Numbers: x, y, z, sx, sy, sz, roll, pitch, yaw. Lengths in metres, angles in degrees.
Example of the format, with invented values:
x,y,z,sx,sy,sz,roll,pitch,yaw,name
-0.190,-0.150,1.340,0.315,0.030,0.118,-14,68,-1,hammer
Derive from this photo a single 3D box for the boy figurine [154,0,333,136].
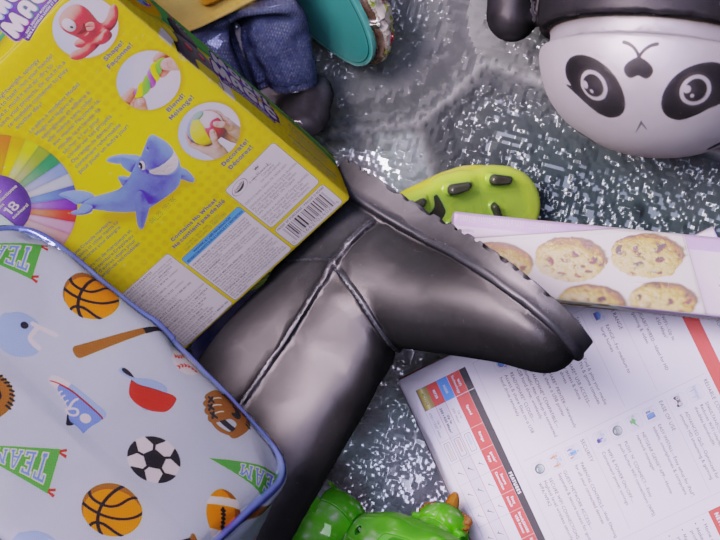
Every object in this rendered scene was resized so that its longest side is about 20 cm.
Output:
x,y,z,sx,sy,sz,roll,pitch,yaw,name
-0.074,-0.155,1.152,0.123,0.065,0.201,-17,123,9,boy figurine

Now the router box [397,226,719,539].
x,y,z,sx,sy,sz,roll,pitch,yaw,name
0.140,0.108,1.156,0.178,0.049,0.201,-25,80,5,router box

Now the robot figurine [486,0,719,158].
x,y,z,sx,sy,sz,roll,pitch,yaw,name
0.151,-0.157,1.144,0.124,0.150,0.202,9,84,-30,robot figurine

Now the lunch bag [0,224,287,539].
x,y,z,sx,sy,sz,roll,pitch,yaw,name
-0.143,0.079,0.998,0.200,0.076,0.160,38,47,11,lunch bag

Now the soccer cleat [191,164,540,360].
x,y,z,sx,sy,sz,roll,pitch,yaw,name
-0.001,-0.001,1.183,0.199,0.084,0.065,-31,110,-12,soccer cleat

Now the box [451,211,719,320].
x,y,z,sx,sy,sz,roll,pitch,yaw,name
0.140,0.001,1.121,0.198,0.039,0.042,7,88,8,box

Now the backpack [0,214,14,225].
x,y,z,sx,sy,sz,roll,pitch,yaw,name
-0.223,-0.003,1.146,0.198,0.167,0.128,-10,101,3,backpack

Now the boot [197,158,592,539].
x,y,z,sx,sy,sz,roll,pitch,yaw,name
-0.008,0.069,1.071,0.164,0.066,0.201,32,82,35,boot

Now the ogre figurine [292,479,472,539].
x,y,z,sx,sy,sz,roll,pitch,yaw,name
0.021,0.175,1.118,0.200,0.098,0.121,33,126,38,ogre figurine

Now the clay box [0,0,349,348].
x,y,z,sx,sy,sz,roll,pitch,yaw,name
-0.114,-0.062,1.051,0.115,0.048,0.200,-41,121,14,clay box

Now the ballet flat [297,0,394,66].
x,y,z,sx,sy,sz,roll,pitch,yaw,name
-0.045,-0.193,1.214,0.200,0.076,0.064,43,58,6,ballet flat
